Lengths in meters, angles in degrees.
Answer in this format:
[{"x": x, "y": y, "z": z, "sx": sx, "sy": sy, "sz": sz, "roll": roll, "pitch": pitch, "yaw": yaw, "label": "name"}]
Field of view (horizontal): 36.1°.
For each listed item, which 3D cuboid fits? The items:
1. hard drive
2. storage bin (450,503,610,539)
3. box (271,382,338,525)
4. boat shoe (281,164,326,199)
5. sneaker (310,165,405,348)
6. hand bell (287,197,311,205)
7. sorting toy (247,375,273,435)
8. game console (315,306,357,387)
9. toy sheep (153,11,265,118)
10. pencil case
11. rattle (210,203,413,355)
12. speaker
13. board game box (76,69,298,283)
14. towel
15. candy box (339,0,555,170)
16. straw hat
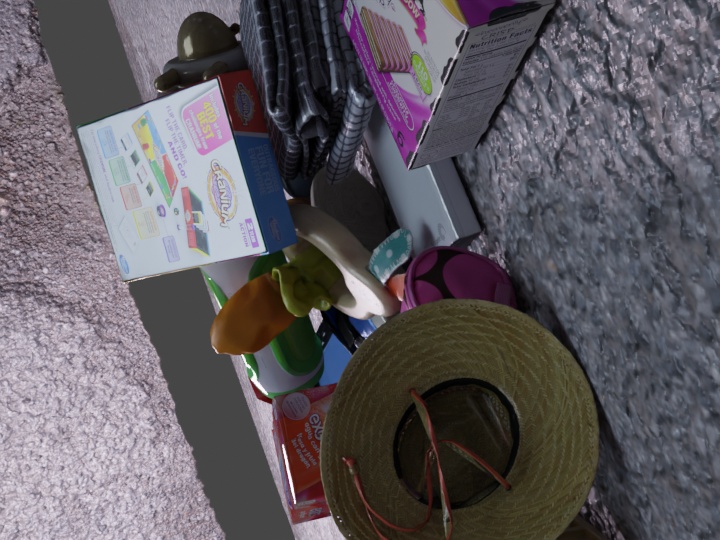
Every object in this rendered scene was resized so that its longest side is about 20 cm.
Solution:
[{"x": 0.036, "y": -0.104, "z": 0.919, "sx": 0.132, "sy": 0.026, "sz": 0.201, "roll": 127, "pitch": 123, "yaw": -73, "label": "hard drive"}, {"x": 0.095, "y": 0.269, "z": 0.855, "sx": 0.198, "sy": 0.093, "sz": 0.202, "roll": 33, "pitch": 117, "yaw": 49, "label": "storage bin"}, {"x": -0.025, "y": 0.169, "z": 1.019, "sx": 0.200, "sy": 0.099, "sz": 0.096, "roll": 104, "pitch": 153, "yaw": -71, "label": "box"}, {"x": -0.061, "y": -0.147, "z": 1.148, "sx": 0.062, "sy": 0.074, "sz": 0.201, "roll": -109, "pitch": 17, "yaw": -48, "label": "boat shoe"}, {"x": -0.001, "y": 0.000, "z": 1.099, "sx": 0.201, "sy": 0.076, "sz": 0.111, "roll": 60, "pitch": 155, "yaw": 15, "label": "sneaker"}, {"x": -0.093, "y": -0.060, "z": 1.187, "sx": 0.199, "sy": 0.104, "sz": 0.105, "roll": 0, "pitch": 110, "yaw": 59, "label": "hand bell"}, {"x": -0.050, "y": 0.190, "z": 1.383, "sx": 0.199, "sy": 0.069, "sz": 0.201, "roll": 35, "pitch": -156, "yaw": -58, "label": "sorting toy"}, {"x": -0.045, "y": 0.081, "z": 1.229, "sx": 0.172, "sy": 0.117, "sz": 0.200, "roll": -62, "pitch": 28, "yaw": 24, "label": "game console"}, {"x": -0.132, "y": -0.148, "z": 1.062, "sx": 0.138, "sy": 0.137, "sz": 0.202, "roll": -138, "pitch": 35, "yaw": -62, "label": "toy sheep"}, {"x": 0.075, "y": 0.068, "z": 0.889, "sx": 0.201, "sy": 0.093, "sz": 0.091, "roll": 90, "pitch": -159, "yaw": -55, "label": "pencil case"}, {"x": -0.034, "y": 0.024, "z": 0.946, "sx": 0.199, "sy": 0.142, "sz": 0.131, "roll": 26, "pitch": 137, "yaw": 48, "label": "rattle"}, {"x": -0.098, "y": 0.032, "z": 1.092, "sx": 0.089, "sy": 0.088, "sz": 0.201, "roll": 51, "pitch": 164, "yaw": 53, "label": "speaker"}, {"x": -0.157, "y": -0.078, "z": 0.979, "sx": 0.199, "sy": 0.040, "sz": 0.154, "roll": -9, "pitch": 100, "yaw": 40, "label": "board game box"}, {"x": -0.055, "y": -0.187, "z": 0.938, "sx": 0.166, "sy": 0.085, "sz": 0.202, "roll": 116, "pitch": 144, "yaw": -71, "label": "towel"}, {"x": 0.046, "y": -0.169, "z": 0.716, "sx": 0.200, "sy": 0.061, "sz": 0.137, "roll": 112, "pitch": 137, "yaw": -69, "label": "candy box"}, {"x": 0.068, "y": 0.125, "z": 0.793, "sx": 0.085, "sy": 0.200, "sz": 0.202, "roll": 70, "pitch": 176, "yaw": -74, "label": "straw hat"}]
